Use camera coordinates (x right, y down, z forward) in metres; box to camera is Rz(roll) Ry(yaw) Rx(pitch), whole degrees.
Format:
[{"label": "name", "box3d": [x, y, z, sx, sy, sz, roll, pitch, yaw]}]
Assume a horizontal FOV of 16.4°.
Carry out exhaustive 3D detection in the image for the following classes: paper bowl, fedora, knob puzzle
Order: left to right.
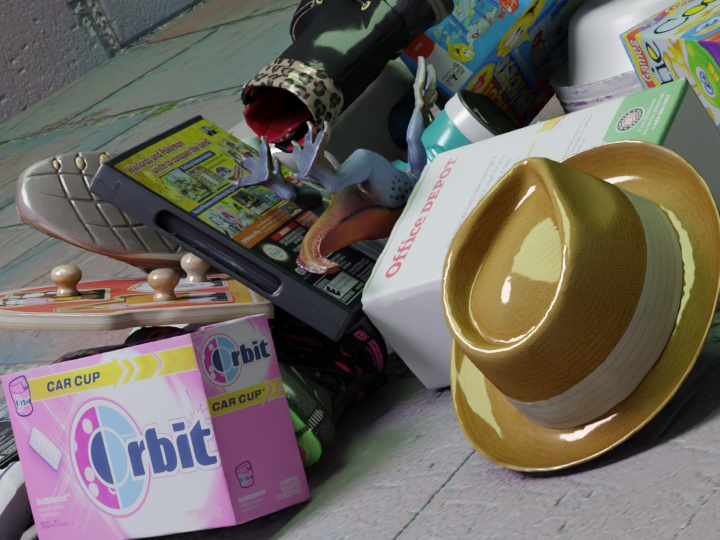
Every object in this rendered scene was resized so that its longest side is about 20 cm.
[{"label": "knob puzzle", "box3d": [-0.161, 0.011, 1.594, 0.219, 0.031, 0.220, -3, 7, 0]}, {"label": "fedora", "box3d": [0.102, 0.006, 1.349, 0.200, 0.082, 0.201, -26, 47, 31]}, {"label": "paper bowl", "box3d": [0.239, -0.176, 1.905, 0.200, 0.105, 0.201, -26, 13, 6]}]

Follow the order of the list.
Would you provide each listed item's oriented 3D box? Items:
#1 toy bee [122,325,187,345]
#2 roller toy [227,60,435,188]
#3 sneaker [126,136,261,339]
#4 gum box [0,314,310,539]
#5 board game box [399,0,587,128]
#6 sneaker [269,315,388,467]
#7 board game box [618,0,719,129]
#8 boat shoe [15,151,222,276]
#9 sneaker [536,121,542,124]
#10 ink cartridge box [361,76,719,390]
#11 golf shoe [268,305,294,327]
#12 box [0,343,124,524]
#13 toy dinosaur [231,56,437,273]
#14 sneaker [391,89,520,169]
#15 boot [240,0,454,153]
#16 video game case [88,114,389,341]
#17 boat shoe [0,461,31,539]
[{"label": "toy bee", "box3d": [-0.145, 0.079, 1.673, 0.131, 0.109, 0.200, -18, 16, 38]}, {"label": "roller toy", "box3d": [-0.024, -0.079, 1.957, 0.182, 0.140, 0.200, -31, 14, -18]}, {"label": "sneaker", "box3d": [-0.117, -0.014, 1.861, 0.200, 0.118, 0.074, -40, -30, 30]}, {"label": "gum box", "box3d": [-0.131, 0.101, 1.522, 0.200, 0.114, 0.066, -13, 1, 45]}, {"label": "board game box", "box3d": [0.132, -0.198, 1.950, 0.196, 0.056, 0.200, -50, -18, 0]}, {"label": "sneaker", "box3d": [-0.026, 0.062, 1.581, 0.084, 0.077, 0.200, -28, 14, 10]}, {"label": "board game box", "box3d": [0.272, -0.135, 1.685, 0.103, 0.105, 0.200, -30, 13, -10]}, {"label": "boat shoe", "box3d": [-0.142, -0.027, 1.702, 0.072, 0.199, 0.076, 135, 142, -56]}, {"label": "sneaker", "box3d": [0.104, -0.041, 1.730, 0.086, 0.075, 0.200, -29, 12, 17]}, {"label": "ink cartridge box", "box3d": [0.116, -0.020, 1.520, 0.200, 0.088, 0.146, -14, 35, 39]}, {"label": "golf shoe", "box3d": [0.000, 0.000, 1.741, 0.200, 0.077, 0.088, -35, 0, 2]}, {"label": "box", "box3d": [-0.232, 0.121, 1.800, 0.200, 0.050, 0.157, -37, 16, -36]}, {"label": "toy dinosaur", "box3d": [0.007, -0.039, 1.631, 0.105, 0.181, 0.201, -28, 50, 37]}, {"label": "sneaker", "box3d": [0.072, -0.064, 1.861, 0.121, 0.084, 0.200, -46, -15, 10]}, {"label": "boot", "box3d": [-0.031, -0.156, 1.855, 0.151, 0.073, 0.200, -46, 21, -23]}, {"label": "video game case", "box3d": [-0.063, -0.031, 1.608, 0.026, 0.180, 0.200, -60, -6, 17]}, {"label": "boat shoe", "box3d": [-0.268, 0.177, 1.588, 0.066, 0.072, 0.200, 22, 37, 9]}]
